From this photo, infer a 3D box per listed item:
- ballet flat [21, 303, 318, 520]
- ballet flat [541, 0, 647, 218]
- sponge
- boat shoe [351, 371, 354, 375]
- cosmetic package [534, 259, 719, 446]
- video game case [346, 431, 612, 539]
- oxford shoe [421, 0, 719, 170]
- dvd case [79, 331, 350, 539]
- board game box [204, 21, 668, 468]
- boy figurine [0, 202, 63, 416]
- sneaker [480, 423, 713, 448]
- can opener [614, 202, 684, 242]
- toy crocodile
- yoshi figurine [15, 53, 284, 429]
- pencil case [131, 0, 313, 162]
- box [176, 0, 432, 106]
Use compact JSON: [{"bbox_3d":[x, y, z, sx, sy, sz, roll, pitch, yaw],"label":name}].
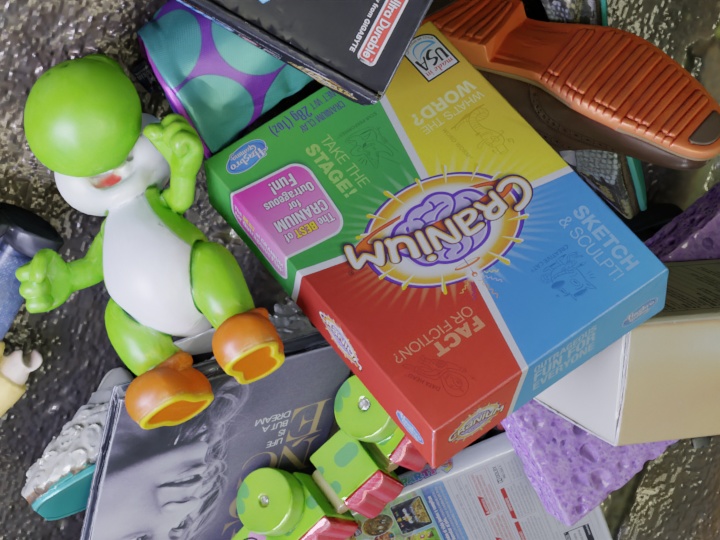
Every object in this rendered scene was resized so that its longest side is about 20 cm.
[{"bbox_3d":[-0.108,0.077,1.258,0.199,0.072,0.072,-23,120,-16],"label":"ballet flat"},{"bbox_3d":[0.121,-0.119,1.278,0.072,0.072,0.202,-21,119,-14],"label":"ballet flat"},{"bbox_3d":[0.170,0.046,1.284,0.200,0.030,0.112,-38,121,-13],"label":"sponge"},{"bbox_3d":[0.000,0.000,1.270,0.071,0.069,0.201,-44,146,-28],"label":"boat shoe"},{"bbox_3d":[0.199,0.041,1.220,0.199,0.105,0.072,-3,107,-26],"label":"cosmetic package"},{"bbox_3d":[0.050,0.169,1.350,0.199,0.018,0.144,-22,135,2],"label":"video game case"},{"bbox_3d":[0.111,-0.094,1.218,0.071,0.199,0.073,-40,147,-39],"label":"oxford shoe"},{"bbox_3d":[-0.086,0.117,1.250,0.148,0.016,0.201,-14,143,-28],"label":"dvd case"},{"bbox_3d":[0.037,-0.018,1.133,0.153,0.200,0.040,-33,153,-17],"label":"board game box"},{"bbox_3d":[-0.237,0.054,1.186,0.124,0.064,0.201,21,100,-33],"label":"boy figurine"},{"bbox_3d":[0.138,0.057,1.355,0.199,0.071,0.099,0,106,-21],"label":"sneaker"},{"bbox_3d":[0.115,0.011,1.295,0.199,0.066,0.053,-14,125,-25],"label":"can opener"},{"bbox_3d":[-0.006,0.118,1.251,0.200,0.062,0.067,-45,150,12],"label":"toy crocodile"},{"bbox_3d":[-0.120,-0.027,1.127,0.112,0.201,0.112,-16,160,-31],"label":"yoshi figurine"},{"bbox_3d":[-0.025,-0.146,1.178,0.200,0.085,0.093,-38,138,-6],"label":"pencil case"},{"bbox_3d":[-0.033,-0.216,1.106,0.198,0.050,0.201,29,87,-9],"label":"box"}]
